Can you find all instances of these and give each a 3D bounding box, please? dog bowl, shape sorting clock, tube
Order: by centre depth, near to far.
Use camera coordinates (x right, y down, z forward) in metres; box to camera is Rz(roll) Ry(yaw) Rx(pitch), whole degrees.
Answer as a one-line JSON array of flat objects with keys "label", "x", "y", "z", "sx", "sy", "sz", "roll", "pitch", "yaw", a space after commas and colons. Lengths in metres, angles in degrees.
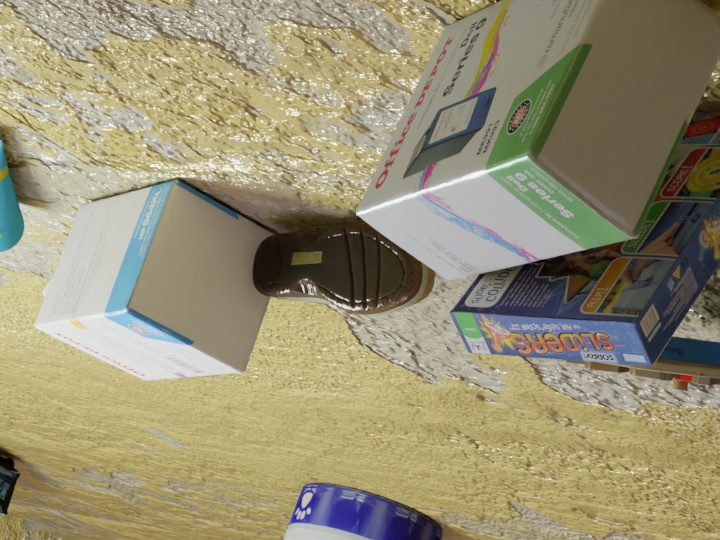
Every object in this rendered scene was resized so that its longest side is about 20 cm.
[{"label": "shape sorting clock", "x": 0.242, "y": 0.070, "z": 1.560, "sx": 0.198, "sy": 0.040, "sz": 0.200, "roll": 8, "pitch": 179, "yaw": 0}, {"label": "tube", "x": -0.338, "y": -0.080, "z": 1.847, "sx": 0.077, "sy": 0.051, "sz": 0.200, "roll": 9, "pitch": 156, "yaw": 5}, {"label": "dog bowl", "x": 0.004, "y": 0.350, "z": 2.714, "sx": 0.199, "sy": 0.079, "sz": 0.200, "roll": 17, "pitch": 162, "yaw": 6}]

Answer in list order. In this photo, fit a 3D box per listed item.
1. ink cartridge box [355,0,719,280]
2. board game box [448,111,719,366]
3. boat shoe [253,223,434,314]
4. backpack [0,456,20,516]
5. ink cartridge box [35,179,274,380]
[{"label": "ink cartridge box", "x": 0.100, "y": -0.085, "z": 1.201, "sx": 0.087, "sy": 0.146, "sz": 0.200, "roll": 34, "pitch": 159, "yaw": -18}, {"label": "board game box", "x": 0.159, "y": -0.024, "z": 1.254, "sx": 0.135, "sy": 0.200, "sz": 0.035, "roll": 3, "pitch": 132, "yaw": 42}, {"label": "boat shoe", "x": 0.000, "y": 0.000, "z": 1.696, "sx": 0.076, "sy": 0.072, "sz": 0.199, "roll": 15, "pitch": 176, "yaw": -40}, {"label": "backpack", "x": -0.640, "y": 0.309, "z": 3.149, "sx": 0.176, "sy": 0.151, "sz": 0.200, "roll": 8, "pitch": 155, "yaw": 33}, {"label": "ink cartridge box", "x": -0.182, "y": 0.013, "z": 1.821, "sx": 0.128, "sy": 0.126, "sz": 0.199, "roll": 29, "pitch": 160, "yaw": -30}]
